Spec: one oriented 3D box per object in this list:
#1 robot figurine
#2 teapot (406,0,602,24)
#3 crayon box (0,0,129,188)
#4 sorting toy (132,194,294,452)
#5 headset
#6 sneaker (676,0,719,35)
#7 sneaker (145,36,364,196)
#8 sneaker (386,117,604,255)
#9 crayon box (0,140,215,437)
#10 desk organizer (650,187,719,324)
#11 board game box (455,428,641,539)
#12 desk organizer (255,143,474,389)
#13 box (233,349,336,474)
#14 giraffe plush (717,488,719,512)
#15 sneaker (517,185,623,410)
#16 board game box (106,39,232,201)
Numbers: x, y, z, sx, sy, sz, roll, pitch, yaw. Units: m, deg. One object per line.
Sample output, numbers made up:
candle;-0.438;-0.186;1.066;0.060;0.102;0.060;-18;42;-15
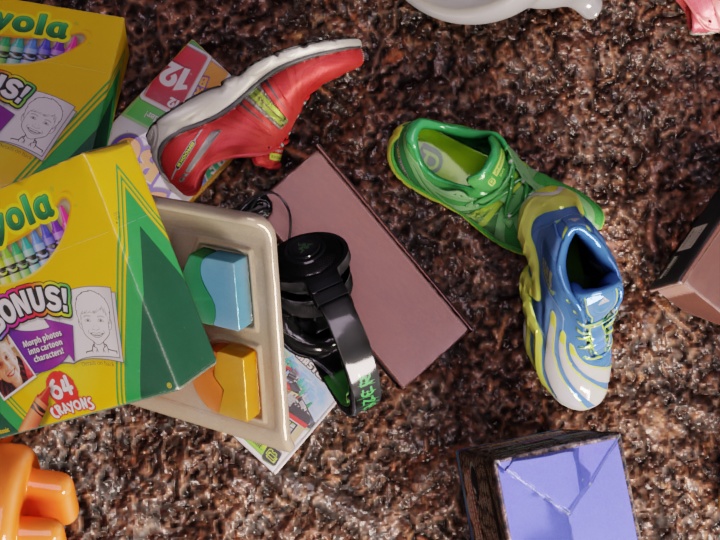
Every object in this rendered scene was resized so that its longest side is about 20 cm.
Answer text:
robot figurine;-0.325;0.190;0.932;0.197;0.117;0.146;6;93;-3
teapot;0.103;-0.312;1.012;0.195;0.146;0.203;7;112;22
crayon box;-0.306;-0.138;0.979;0.197;0.058;0.175;9;68;-2
sorting toy;-0.137;0.039;0.908;0.183;0.036;0.203;11;120;31
headset;-0.050;0.023;0.913;0.093;0.124;0.201;-22;61;-13
sneaker;0.335;-0.237;1.063;0.199;0.074;0.087;34;96;4
sneaker;-0.079;-0.128;0.994;0.198;0.077;0.086;-29;97;-2
sneaker;0.114;-0.069;1.010;0.198;0.084;0.075;23;82;-2
crayon box;-0.226;0.019;0.882;0.198;0.058;0.175;-17;100;30
desk organizer;0.345;-0.044;1.023;0.077;0.072;0.201;37;82;-1
board game box;0.146;0.212;0.921;0.095;0.200;0.162;-10;83;-4
desk organizer;0.000;0.000;1.001;0.077;0.072;0.201;-40;87;-5
box;-0.110;0.062;1.003;0.200;0.035;0.110;42;82;1
giraffe plush;0.420;0.168;0.981;0.162;0.200;0.173;-36;83;-36
sneaker;0.173;0.037;0.966;0.075;0.105;0.203;-18;109;-3
board game box;-0.177;-0.093;1.023;0.095;0.030;0.200;42;85;2
